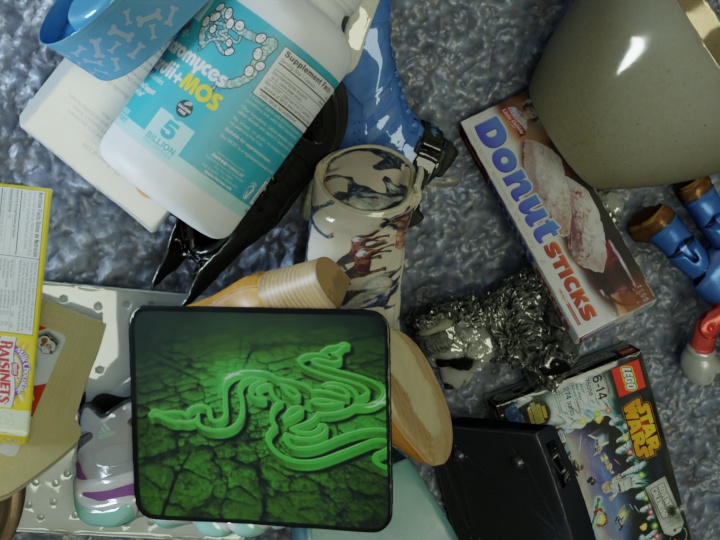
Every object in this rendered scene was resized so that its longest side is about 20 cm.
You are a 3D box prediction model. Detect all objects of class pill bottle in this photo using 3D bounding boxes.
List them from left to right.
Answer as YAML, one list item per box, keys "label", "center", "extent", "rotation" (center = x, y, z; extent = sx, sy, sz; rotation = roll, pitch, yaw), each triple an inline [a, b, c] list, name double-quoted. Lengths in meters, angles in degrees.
- label: "pill bottle"
  center: [-0.081, -0.130, 1.036]
  extent: [0.111, 0.111, 0.200]
  rotation: [36, 90, -17]

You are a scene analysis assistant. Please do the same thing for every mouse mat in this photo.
- label: "mouse mat"
  center: [-0.074, 0.106, 1.090]
  extent: [0.199, 0.008, 0.162]
  rotation: [0, 97, 14]

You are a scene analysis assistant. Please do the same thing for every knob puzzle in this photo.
- label: "knob puzzle"
  center: [-0.300, 0.095, 1.101]
  extent: [0.218, 0.030, 0.221]
  rotation: [9, 57, -14]

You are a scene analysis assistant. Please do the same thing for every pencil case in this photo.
- label: "pencil case"
  center: [0.000, 0.000, 1.157]
  extent: [0.089, 0.078, 0.201]
  rotation: [4, 130, -3]

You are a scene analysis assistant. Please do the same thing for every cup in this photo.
- label: "cup"
  center: [0.217, -0.145, 1.179]
  extent: [0.143, 0.201, 0.201]
  rotation: [-33, 108, 22]

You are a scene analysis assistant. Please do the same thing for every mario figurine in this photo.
- label: "mario figurine"
  center: [0.311, 0.017, 1.289]
  extent: [0.123, 0.106, 0.200]
  rotation: [-33, 97, 32]

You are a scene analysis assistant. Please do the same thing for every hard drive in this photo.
- label: "hard drive"
  center: [0.135, 0.214, 1.249]
  extent: [0.042, 0.134, 0.201]
  rotation: [-29, 109, -39]

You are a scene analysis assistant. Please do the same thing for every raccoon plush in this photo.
- label: "raccoon plush"
  center: [0.120, 0.009, 1.242]
  extent: [0.133, 0.097, 0.201]
  rotation: [22, 70, -5]

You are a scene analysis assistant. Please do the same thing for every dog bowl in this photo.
- label: "dog bowl"
  center: [-0.128, -0.207, 1.015]
  extent: [0.200, 0.111, 0.050]
  rotation: [-44, 119, -2]

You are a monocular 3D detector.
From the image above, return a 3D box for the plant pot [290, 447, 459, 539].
- label: "plant pot"
  center: [0.017, 0.253, 1.224]
  extent: [0.141, 0.141, 0.201]
  rotation: [-19, 95, -9]

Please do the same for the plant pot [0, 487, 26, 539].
- label: "plant pot"
  center: [-0.355, 0.169, 1.127]
  extent: [0.199, 0.093, 0.202]
  rotation: [-1, 99, -4]

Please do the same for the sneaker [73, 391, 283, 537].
- label: "sneaker"
  center: [-0.127, 0.124, 1.142]
  extent: [0.199, 0.078, 0.141]
  rotation: [0, 101, 9]

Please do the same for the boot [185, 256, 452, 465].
- label: "boot"
  center: [-0.034, 0.082, 1.144]
  extent: [0.144, 0.071, 0.202]
  rotation: [-22, 115, 35]

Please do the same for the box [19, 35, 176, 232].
- label: "box"
  center: [-0.144, -0.149, 1.125]
  extent: [0.124, 0.097, 0.200]
  rotation: [40, 90, -17]

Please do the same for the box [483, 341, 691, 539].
- label: "box"
  center: [0.199, 0.178, 1.299]
  extent: [0.136, 0.040, 0.201]
  rotation: [-20, 104, -10]

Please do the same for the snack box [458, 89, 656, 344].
- label: "snack box"
  center: [0.155, -0.045, 1.205]
  extent: [0.072, 0.024, 0.201]
  rotation: [-26, 75, -7]

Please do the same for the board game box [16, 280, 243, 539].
- label: "board game box"
  center: [-0.178, 0.113, 1.206]
  extent: [0.199, 0.026, 0.201]
  rotation: [6, 99, -14]

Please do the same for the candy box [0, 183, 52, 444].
- label: "candy box"
  center: [-0.285, 0.025, 1.106]
  extent: [0.102, 0.026, 0.201]
  rotation: [8, 62, -16]

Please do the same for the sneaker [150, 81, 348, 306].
- label: "sneaker"
  center: [-0.084, -0.061, 1.129]
  extent: [0.060, 0.104, 0.200]
  rotation: [42, 128, 10]

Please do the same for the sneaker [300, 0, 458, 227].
- label: "sneaker"
  center: [0.025, -0.126, 1.178]
  extent: [0.111, 0.077, 0.201]
  rotation: [10, 103, -9]
